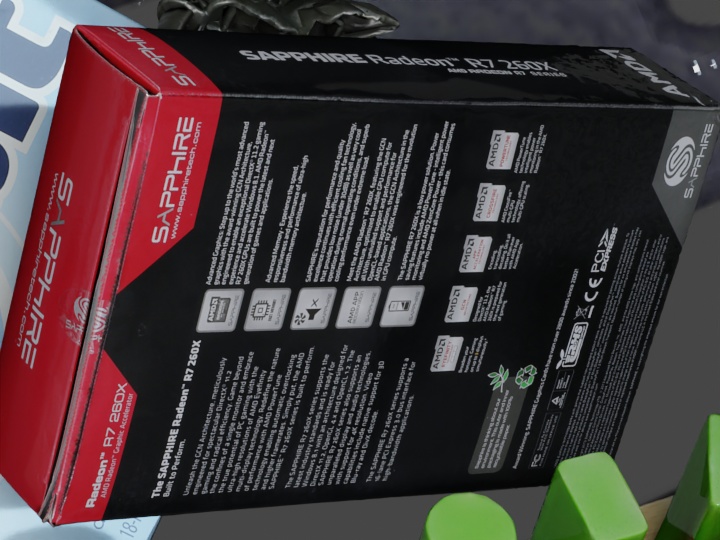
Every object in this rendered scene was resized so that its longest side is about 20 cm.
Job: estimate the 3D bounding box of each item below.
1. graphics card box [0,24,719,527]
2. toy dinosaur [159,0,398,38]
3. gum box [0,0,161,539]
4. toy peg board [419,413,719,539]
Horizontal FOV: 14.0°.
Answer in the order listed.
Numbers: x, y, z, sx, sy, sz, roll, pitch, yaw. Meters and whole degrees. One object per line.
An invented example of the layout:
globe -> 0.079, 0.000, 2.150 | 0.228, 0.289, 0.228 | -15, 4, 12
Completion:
graphics card box -> 0.000, 0.000, 0.807 | 0.199, 0.051, 0.126 | -1, 116, -36
toy dinosaur -> -0.035, -0.125, 0.838 | 0.199, 0.102, 0.136 | -22, 55, -6
gum box -> -0.130, -0.009, 0.832 | 0.199, 0.045, 0.171 | 27, 80, -14
toy peg board -> 0.104, 0.133, 0.803 | 0.199, 0.098, 0.200 | -14, 55, -22
